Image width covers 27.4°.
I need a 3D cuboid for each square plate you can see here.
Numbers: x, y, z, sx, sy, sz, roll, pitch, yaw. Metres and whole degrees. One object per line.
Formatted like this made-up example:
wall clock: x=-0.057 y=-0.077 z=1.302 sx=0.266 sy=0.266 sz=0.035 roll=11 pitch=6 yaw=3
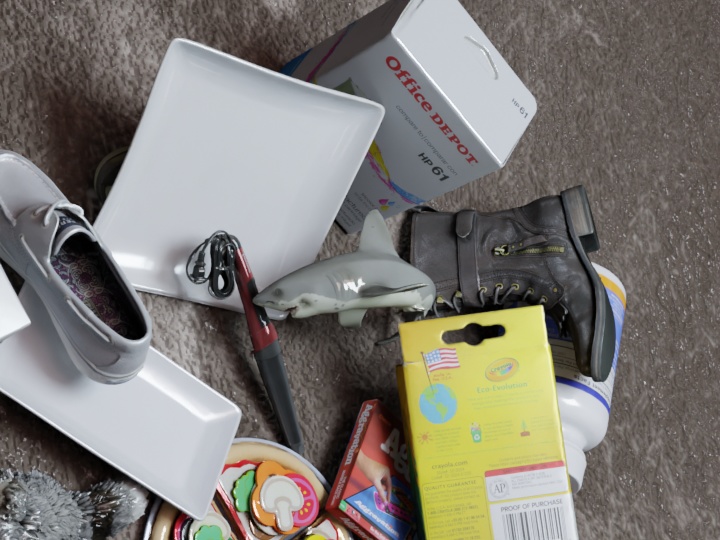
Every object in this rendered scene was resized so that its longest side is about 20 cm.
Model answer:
square plate: x=-0.102 y=-0.067 z=1.143 sx=0.198 sy=0.028 sz=0.200 roll=14 pitch=110 yaw=-35

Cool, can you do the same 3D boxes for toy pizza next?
toy pizza: x=-0.076 y=0.226 z=1.129 sx=0.200 sy=0.032 sz=0.201 roll=13 pitch=69 yaw=-36

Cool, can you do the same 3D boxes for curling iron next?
curling iron: x=-0.085 y=0.060 z=1.164 sx=0.050 sy=0.026 sz=0.200 roll=-30 pitch=113 yaw=-20

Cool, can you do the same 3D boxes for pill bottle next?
pill bottle: x=0.173 y=0.098 z=1.334 sx=0.112 sy=0.112 sz=0.200 roll=31 pitch=58 yaw=-29

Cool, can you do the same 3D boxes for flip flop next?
flip flop: x=-0.120 y=-0.079 z=1.181 sx=0.200 sy=0.058 sz=0.081 roll=-5 pitch=120 yaw=-28

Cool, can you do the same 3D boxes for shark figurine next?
shark figurine: x=0.020 y=-0.002 z=1.199 sx=0.214 sy=0.128 sz=0.090 roll=11 pitch=65 yaw=-58

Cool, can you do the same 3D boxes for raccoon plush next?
raccoon plush: x=-0.203 y=0.156 z=0.977 sx=0.200 sy=0.134 sz=0.097 roll=-29 pitch=95 yaw=-42

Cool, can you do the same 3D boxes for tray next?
tray: x=-0.182 y=0.094 z=1.082 sx=0.200 sy=0.022 sz=0.108 roll=38 pitch=46 yaw=-21

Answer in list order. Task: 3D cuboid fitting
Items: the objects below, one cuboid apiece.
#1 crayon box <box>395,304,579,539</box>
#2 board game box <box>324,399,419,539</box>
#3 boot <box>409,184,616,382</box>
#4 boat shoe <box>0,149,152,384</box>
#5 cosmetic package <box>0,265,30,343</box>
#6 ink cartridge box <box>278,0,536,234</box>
crayon box: x=0.101 y=0.135 z=1.205 sx=0.127 sy=0.051 sz=0.201 roll=-6 pitch=85 yaw=-7
board game box: x=0.054 y=0.206 z=1.240 sx=0.200 sy=0.019 sz=0.103 roll=43 pitch=51 yaw=-31
boot: x=0.127 y=0.019 z=1.294 sx=0.069 sy=0.174 sz=0.200 roll=58 pitch=23 yaw=-59
boat shoe: x=-0.212 y=-0.013 z=1.047 sx=0.072 sy=0.069 sz=0.200 roll=-18 pitch=69 yaw=-36
cosmetic package: x=-0.324 y=0.050 z=0.931 sx=0.200 sy=0.108 sz=0.085 roll=-32 pitch=96 yaw=-44
ink cartridge box: x=0.024 y=-0.132 z=1.226 sx=0.145 sy=0.200 sz=0.085 roll=47 pitch=49 yaw=-17
